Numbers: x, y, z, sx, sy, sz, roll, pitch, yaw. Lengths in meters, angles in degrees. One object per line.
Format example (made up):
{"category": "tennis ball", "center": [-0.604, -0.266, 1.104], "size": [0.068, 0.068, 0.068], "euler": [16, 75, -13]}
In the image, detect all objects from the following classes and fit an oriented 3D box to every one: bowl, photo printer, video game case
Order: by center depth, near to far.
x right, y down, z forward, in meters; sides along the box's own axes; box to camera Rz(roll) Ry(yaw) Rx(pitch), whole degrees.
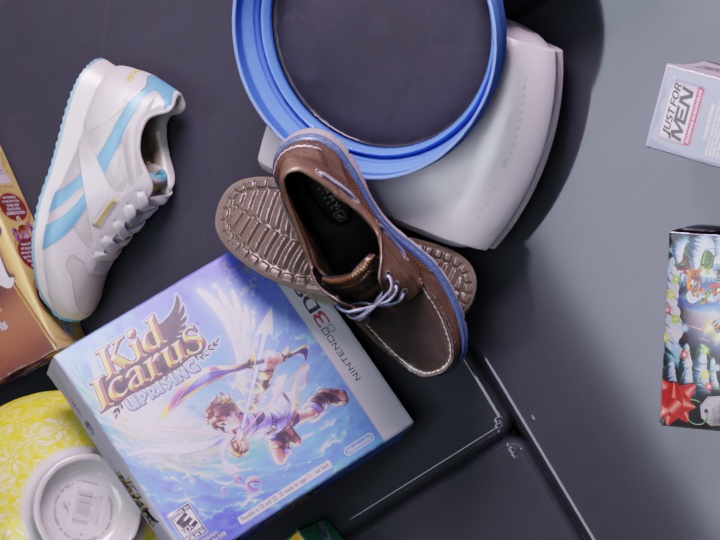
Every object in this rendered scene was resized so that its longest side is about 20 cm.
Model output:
{"category": "bowl", "center": [0.008, -0.164, 1.691], "size": [0.200, 0.039, 0.201], "euler": [7, 106, 24]}
{"category": "photo printer", "center": [0.041, -0.114, 1.755], "size": [0.200, 0.069, 0.167], "euler": [23, 102, 19]}
{"category": "video game case", "center": [-0.093, 0.091, 1.777], "size": [0.200, 0.045, 0.181], "euler": [-32, 79, -21]}
{"category": "bowl", "center": [-0.207, 0.179, 1.805], "size": [0.200, 0.108, 0.201], "euler": [3, 78, -16]}

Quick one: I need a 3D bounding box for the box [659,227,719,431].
{"category": "box", "center": [0.306, 0.046, 1.676], "size": [0.199, 0.040, 0.137], "euler": [4, 97, 22]}

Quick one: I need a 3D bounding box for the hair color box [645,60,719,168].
{"category": "hair color box", "center": [0.301, -0.085, 1.636], "size": [0.200, 0.099, 0.061], "euler": [18, 102, 20]}

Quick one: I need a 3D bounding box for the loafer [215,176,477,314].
{"category": "loafer", "center": [-0.011, -0.006, 1.774], "size": [0.200, 0.068, 0.076], "euler": [23, 80, 11]}

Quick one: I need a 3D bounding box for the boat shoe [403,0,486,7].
{"category": "boat shoe", "center": [0.101, -0.216, 1.712], "size": [0.199, 0.062, 0.073], "euler": [-7, 80, 13]}

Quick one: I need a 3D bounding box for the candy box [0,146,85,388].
{"category": "candy box", "center": [-0.306, -0.007, 1.913], "size": [0.117, 0.056, 0.200], "euler": [-28, 85, 21]}

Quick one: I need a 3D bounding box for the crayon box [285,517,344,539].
{"category": "crayon box", "center": [-0.014, 0.297, 1.817], "size": [0.119, 0.058, 0.200], "euler": [-44, 78, 19]}

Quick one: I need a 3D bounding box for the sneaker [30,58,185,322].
{"category": "sneaker", "center": [-0.190, -0.053, 1.852], "size": [0.081, 0.076, 0.201], "euler": [18, 103, 18]}

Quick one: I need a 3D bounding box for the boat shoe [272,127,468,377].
{"category": "boat shoe", "center": [0.000, 0.000, 1.684], "size": [0.072, 0.072, 0.200], "euler": [-34, 102, 21]}
